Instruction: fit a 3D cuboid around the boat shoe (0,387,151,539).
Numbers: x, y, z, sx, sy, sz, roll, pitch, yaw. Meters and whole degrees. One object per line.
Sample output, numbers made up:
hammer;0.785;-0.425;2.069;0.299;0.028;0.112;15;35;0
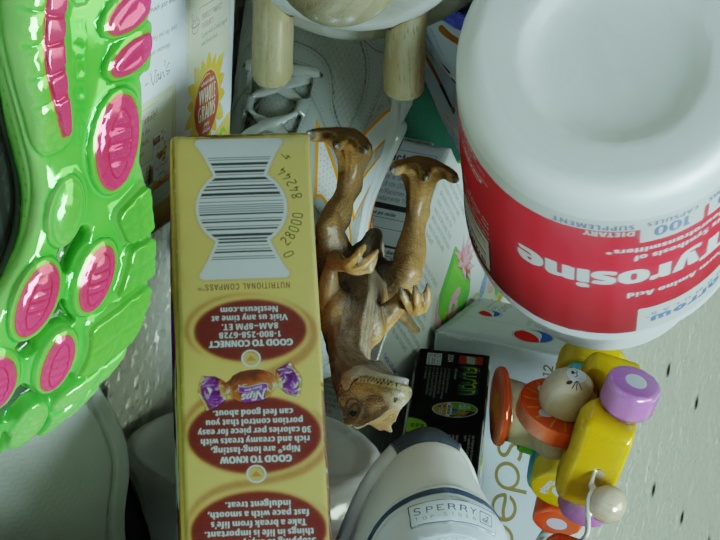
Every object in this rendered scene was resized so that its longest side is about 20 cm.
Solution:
boat shoe;-0.111;0.091;1.079;0.060;0.074;0.201;-121;-173;-57

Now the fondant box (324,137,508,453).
fondant box;0.004;0.057;1.359;0.144;0.058;0.201;60;46;-60

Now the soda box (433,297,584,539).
soda box;0.067;0.120;1.379;0.064;0.068;0.201;-33;131;-64

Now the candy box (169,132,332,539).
candy box;-0.040;0.065;1.058;0.117;0.056;0.201;95;-9;-61

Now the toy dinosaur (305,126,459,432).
toy dinosaur;0.000;0.000;1.128;0.200;0.060;0.107;-73;175;-72

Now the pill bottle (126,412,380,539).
pill bottle;-0.048;0.165;1.204;0.112;0.112;0.201;-35;133;-61

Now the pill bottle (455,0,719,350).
pill bottle;0.093;-0.041;1.105;0.200;0.112;0.113;79;27;-70

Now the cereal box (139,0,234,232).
cereal box;-0.088;-0.110;1.067;0.144;0.039;0.201;-37;133;-62

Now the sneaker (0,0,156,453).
sneaker;-0.116;-0.032;0.974;0.077;0.084;0.201;-10;117;-42

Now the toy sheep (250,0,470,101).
toy sheep;0.004;-0.147;1.066;0.200;0.137;0.138;-80;169;-58

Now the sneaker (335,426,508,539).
sneaker;0.015;0.145;1.118;0.071;0.073;0.201;-94;-162;-50

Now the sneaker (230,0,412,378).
sneaker;-0.031;-0.038;1.210;0.092;0.075;0.201;-29;125;-55

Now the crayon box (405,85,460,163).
crayon box;0.120;-0.090;1.384;0.126;0.199;0.052;-51;145;-50

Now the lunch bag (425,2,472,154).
lunch bag;0.067;-0.133;1.258;0.170;0.123;0.201;66;16;-52

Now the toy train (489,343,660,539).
toy train;0.071;0.099;1.202;0.200;0.055;0.151;-92;-160;-82

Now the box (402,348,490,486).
box;0.032;0.117;1.247;0.200;0.035;0.111;-76;170;-72
